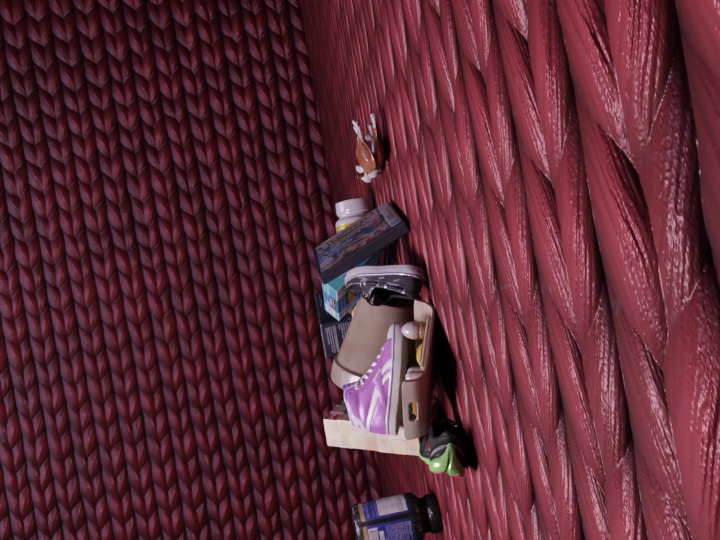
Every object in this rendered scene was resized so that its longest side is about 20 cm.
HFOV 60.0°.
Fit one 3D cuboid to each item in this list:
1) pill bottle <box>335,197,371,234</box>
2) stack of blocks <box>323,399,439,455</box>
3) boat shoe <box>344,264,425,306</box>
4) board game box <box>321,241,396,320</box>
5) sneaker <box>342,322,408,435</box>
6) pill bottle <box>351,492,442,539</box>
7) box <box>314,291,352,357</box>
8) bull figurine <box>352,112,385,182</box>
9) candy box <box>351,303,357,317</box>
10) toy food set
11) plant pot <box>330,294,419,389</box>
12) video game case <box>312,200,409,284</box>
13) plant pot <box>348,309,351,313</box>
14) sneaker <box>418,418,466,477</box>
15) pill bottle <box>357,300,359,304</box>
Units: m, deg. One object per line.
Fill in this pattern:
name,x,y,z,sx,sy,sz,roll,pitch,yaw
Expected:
pill bottle,-0.004,-0.086,1.657,0.114,0.113,0.202,160,101,-85
stack of blocks,0.043,0.297,1.216,0.115,0.198,0.059,-31,-64,-60
boat shoe,0.038,0.034,1.164,0.070,0.199,0.067,33,-115,-40
board game box,0.000,0.000,1.383,0.047,0.200,0.151,38,159,18
sneaker,0.024,0.189,1.132,0.073,0.113,0.203,46,-129,-69
pill bottle,0.084,0.582,1.450,0.112,0.198,0.113,171,90,-85
box,-0.026,0.140,1.842,0.197,0.198,0.119,-111,11,-63
bull figurine,0.018,-0.259,1.343,0.200,0.064,0.123,-163,61,-84
candy box,0.028,0.050,1.546,0.057,0.115,0.202,-115,16,-74
toy food set,0.094,0.168,1.077,0.201,0.060,0.145,-73,-18,-50
plant pot,0.046,0.142,1.249,0.200,0.198,0.176,-121,37,-76
video game case,-0.005,-0.062,1.282,0.026,0.199,0.181,57,-176,-21
plant pot,-0.051,0.010,1.562,0.200,0.027,0.203,170,90,-85
sneaker,0.144,0.291,1.047,0.200,0.076,0.085,113,169,-81
pill bottle,0.052,0.155,1.461,0.120,0.118,0.202,118,142,-82
